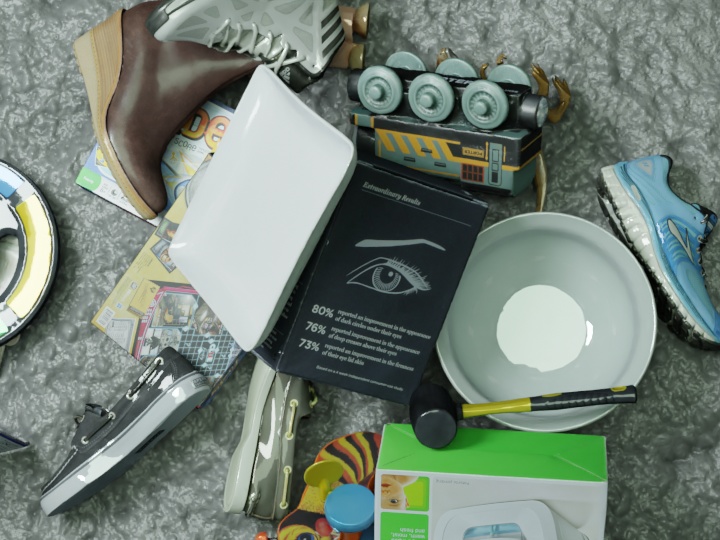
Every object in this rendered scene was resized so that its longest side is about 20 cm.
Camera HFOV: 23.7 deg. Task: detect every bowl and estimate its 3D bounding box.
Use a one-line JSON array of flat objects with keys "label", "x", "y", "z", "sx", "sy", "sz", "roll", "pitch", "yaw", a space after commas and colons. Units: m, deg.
[{"label": "bowl", "x": 0.167, "y": 0.052, "z": 1.574, "sx": 0.200, "sy": 0.090, "sz": 0.202, "roll": -1, "pitch": 81, "yaw": 4}]

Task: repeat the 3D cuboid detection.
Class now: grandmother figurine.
[{"label": "grandmother figurine", "x": -0.093, "y": -0.239, "z": 1.654, "sx": 0.199, "sy": 0.061, "sz": 0.122, "roll": 6, "pitch": 73, "yaw": 2}]

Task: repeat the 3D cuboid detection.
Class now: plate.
[{"label": "plate", "x": -0.082, "y": -0.054, "z": 1.491, "sx": 0.032, "sy": 0.200, "sz": 0.200, "roll": 19, "pitch": 106, "yaw": -35}]

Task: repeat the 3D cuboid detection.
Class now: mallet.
[{"label": "mallet", "x": 0.140, "y": 0.121, "z": 1.484, "sx": 0.199, "sy": 0.066, "sz": 0.041, "roll": -4, "pitch": 109, "yaw": 7}]

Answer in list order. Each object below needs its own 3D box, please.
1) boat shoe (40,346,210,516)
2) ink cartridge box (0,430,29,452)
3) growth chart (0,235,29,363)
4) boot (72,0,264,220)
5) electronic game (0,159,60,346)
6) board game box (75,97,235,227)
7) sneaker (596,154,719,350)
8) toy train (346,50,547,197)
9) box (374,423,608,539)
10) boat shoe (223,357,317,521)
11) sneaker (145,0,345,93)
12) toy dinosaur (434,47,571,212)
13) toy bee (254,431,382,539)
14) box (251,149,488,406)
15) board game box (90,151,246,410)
[{"label": "boat shoe", "x": -0.230, "y": 0.146, "z": 1.587, "sx": 0.200, "sy": 0.070, "sz": 0.066, "roll": -42, "pitch": 77, "yaw": 15}, {"label": "ink cartridge box", "x": -0.422, "y": 0.153, "z": 1.546, "sx": 0.199, "sy": 0.200, "sz": 0.041, "roll": -15, "pitch": 75, "yaw": 1}, {"label": "growth chart", "x": -0.390, "y": 0.040, "z": 1.652, "sx": 0.144, "sy": 0.018, "sz": 0.200, "roll": 27, "pitch": 84, "yaw": 7}, {"label": "boot", "x": -0.167, "y": -0.163, "z": 1.598, "sx": 0.166, "sy": 0.072, "sz": 0.201, "roll": -20, "pitch": 80, "yaw": 5}, {"label": "electronic game", "x": -0.385, "y": -0.016, "z": 1.632, "sx": 0.199, "sy": 0.042, "sz": 0.201, "roll": -1, "pitch": 80, "yaw": 3}, {"label": "board game box", "x": -0.154, "y": -0.095, "z": 1.646, "sx": 0.200, "sy": 0.034, "sz": 0.136, "roll": 27, "pitch": 85, "yaw": 7}, {"label": "sneaker", "x": 0.298, "y": -0.021, "z": 1.584, "sx": 0.090, "sy": 0.078, "sz": 0.200, "roll": -25, "pitch": 81, "yaw": -3}, {"label": "toy train", "x": 0.078, "y": -0.135, "z": 1.592, "sx": 0.199, "sy": 0.085, "sz": 0.114, "roll": 10, "pitch": 115, "yaw": 24}, {"label": "box", "x": 0.114, "y": 0.236, "z": 1.512, "sx": 0.199, "sy": 0.097, "sz": 0.177, "roll": 4, "pitch": 110, "yaw": 6}, {"label": "boat shoe", "x": -0.075, "y": 0.132, "z": 1.592, "sx": 0.060, "sy": 0.072, "sz": 0.202, "roll": 16, "pitch": 77, "yaw": -12}, {"label": "sneaker", "x": -0.091, "y": -0.212, "z": 1.551, "sx": 0.200, "sy": 0.076, "sz": 0.116, "roll": -21, "pitch": 84, "yaw": -36}, {"label": "toy dinosaur", "x": 0.151, "y": -0.139, "z": 1.631, "sx": 0.106, "sy": 0.060, "sz": 0.200, "roll": -39, "pitch": 81, "yaw": 27}, {"label": "toy bee", "x": -0.037, "y": 0.224, "z": 1.531, "sx": 0.108, "sy": 0.200, "sz": 0.131, "roll": 4, "pitch": 116, "yaw": 5}, {"label": "box", "x": 0.000, "y": 0.000, "z": 1.520, "sx": 0.148, "sy": 0.104, "sz": 0.201, "roll": 18, "pitch": 98, "yaw": -30}, {"label": "board game box", "x": -0.142, "y": 0.010, "z": 1.600, "sx": 0.135, "sy": 0.035, "sz": 0.200, "roll": 39, "pitch": 103, "yaw": 6}]
